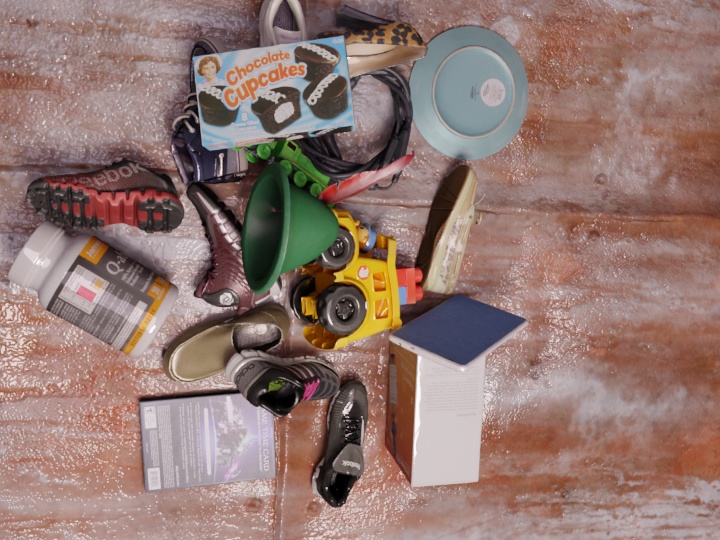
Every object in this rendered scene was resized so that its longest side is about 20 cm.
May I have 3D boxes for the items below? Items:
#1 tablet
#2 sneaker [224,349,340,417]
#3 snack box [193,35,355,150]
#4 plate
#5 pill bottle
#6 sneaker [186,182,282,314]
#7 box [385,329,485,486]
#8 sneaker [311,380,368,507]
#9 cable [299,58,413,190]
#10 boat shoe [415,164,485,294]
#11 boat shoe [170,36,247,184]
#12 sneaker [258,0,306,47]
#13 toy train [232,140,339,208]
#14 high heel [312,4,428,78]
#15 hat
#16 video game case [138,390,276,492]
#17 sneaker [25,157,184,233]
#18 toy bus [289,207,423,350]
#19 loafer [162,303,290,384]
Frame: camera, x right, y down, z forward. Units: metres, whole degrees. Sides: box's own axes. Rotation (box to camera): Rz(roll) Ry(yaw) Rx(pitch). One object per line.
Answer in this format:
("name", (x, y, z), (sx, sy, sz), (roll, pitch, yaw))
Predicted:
("tablet", (0.147, 0.087, 1.033), (0.199, 0.129, 0.014), (-23, 126, -48))
("sneaker", (-0.100, 0.172, 1.025), (0.199, 0.088, 0.074), (18, 114, -43))
("snack box", (-0.111, -0.228, 0.913), (0.198, 0.037, 0.117), (-7, 87, 3))
("plate", (0.171, -0.271, 1.080), (0.198, 0.026, 0.202), (-2, 98, -12))
("pill bottle", (-0.359, 0.023, 0.958), (0.199, 0.116, 0.117), (33, 90, -16))
("sneaker", (-0.210, -0.019, 1.009), (0.115, 0.076, 0.201), (-37, 102, 3))
("box", (0.109, 0.200, 1.073), (0.105, 0.152, 0.202), (0, 98, -14))
("sneaker", (-0.020, 0.273, 1.085), (0.066, 0.090, 0.202), (13, 96, -20))
("cable", (-0.002, -0.222, 1.030), (0.162, 0.051, 0.202), (13, 82, -8))
("boat shoe", (0.141, -0.062, 1.087), (0.062, 0.073, 0.202), (14, 106, -20))
("boat shoe", (-0.215, -0.213, 0.959), (0.092, 0.074, 0.202), (-23, 107, -46))
("sneaker", (-0.113, -0.286, 0.975), (0.074, 0.100, 0.202), (-2, 101, -14))
("toy train", (-0.102, -0.153, 1.003), (0.199, 0.042, 0.057), (34, 65, -36))
("high heel", (0.001, -0.278, 0.968), (0.142, 0.072, 0.201), (23, 65, 10))
("hat", (-0.044, -0.051, 0.926), (0.175, 0.200, 0.167), (5, 68, -27))
("video game case", (-0.230, 0.257, 1.075), (0.198, 0.019, 0.144), (-3, 100, -13))
("sneaker", (-0.341, -0.105, 0.954), (0.198, 0.098, 0.071), (3, 138, -19))
("toy bus", (0.000, 0.000, 1.038), (0.190, 0.135, 0.202), (-9, 98, -25))
("loafer", (-0.196, 0.107, 1.033), (0.199, 0.067, 0.077), (-26, 103, -8))
